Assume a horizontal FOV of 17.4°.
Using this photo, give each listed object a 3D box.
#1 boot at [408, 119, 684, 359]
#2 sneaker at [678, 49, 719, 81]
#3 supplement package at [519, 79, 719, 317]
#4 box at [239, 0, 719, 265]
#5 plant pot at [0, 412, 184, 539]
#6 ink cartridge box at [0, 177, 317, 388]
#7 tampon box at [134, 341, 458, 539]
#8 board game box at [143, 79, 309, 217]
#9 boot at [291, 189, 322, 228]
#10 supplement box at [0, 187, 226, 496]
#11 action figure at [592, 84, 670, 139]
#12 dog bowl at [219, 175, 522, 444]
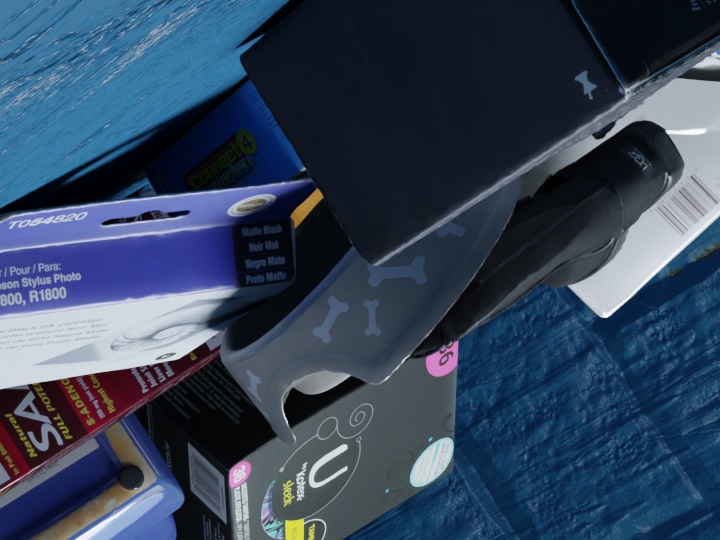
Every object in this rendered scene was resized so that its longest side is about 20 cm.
[{"bbox_3d":[0.088,0.000,1.416,0.200,0.066,0.165,-38,170,-36],"label":"boot"},{"bbox_3d":[0.161,-0.148,1.394,0.200,0.070,0.078,20,140,-28],"label":"sneaker"},{"bbox_3d":[0.176,-0.108,1.612,0.191,0.147,0.200,-42,-165,12],"label":"supplement package"},{"bbox_3d":[0.088,-0.122,1.074,0.196,0.124,0.200,-34,180,-40],"label":"box"},{"bbox_3d":[-0.235,0.134,1.501,0.200,0.200,0.180,-32,173,-24],"label":"plant pot"},{"bbox_3d":[-0.139,0.014,1.233,0.199,0.041,0.200,-8,164,-33],"label":"ink cartridge box"},{"bbox_3d":[-0.046,0.100,1.598,0.200,0.126,0.150,-30,142,-27],"label":"tampon box"},{"bbox_3d":[0.009,-0.107,1.278,0.196,0.056,0.200,-32,179,-43],"label":"board game box"},{"bbox_3d":[0.019,-0.103,1.482,0.201,0.071,0.144,-56,159,-11],"label":"boot"},{"bbox_3d":[-0.180,0.048,1.374,0.200,0.109,0.061,-33,179,-27],"label":"supplement box"},{"bbox_3d":[0.137,-0.122,1.444,0.199,0.118,0.055,-17,131,-22],"label":"action figure"},{"bbox_3d":[0.000,0.000,1.287,0.200,0.059,0.200,-46,-169,12],"label":"dog bowl"}]
